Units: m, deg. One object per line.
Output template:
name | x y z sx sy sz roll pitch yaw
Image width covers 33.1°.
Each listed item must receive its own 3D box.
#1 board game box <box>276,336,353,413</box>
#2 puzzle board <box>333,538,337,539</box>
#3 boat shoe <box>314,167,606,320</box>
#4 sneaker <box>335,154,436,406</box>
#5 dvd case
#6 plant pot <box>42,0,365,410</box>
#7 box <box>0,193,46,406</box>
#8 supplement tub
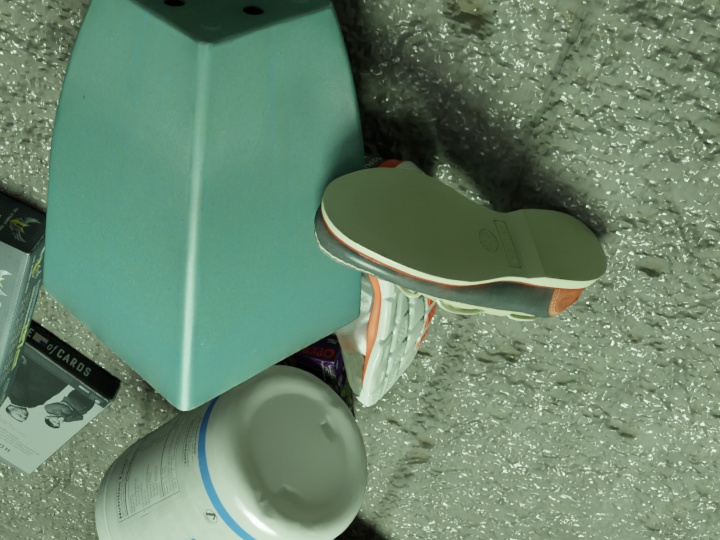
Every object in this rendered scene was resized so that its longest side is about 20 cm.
board game box | -0.063 0.118 0.962 0.119 0.032 0.201 13 138 19
puzzle board | -0.036 0.263 1.086 0.200 0.017 0.150 42 150 -19
boat shoe | 0.053 -0.008 0.697 0.198 0.072 0.063 8 147 -35
sneaker | 0.000 0.000 0.788 0.081 0.077 0.202 25 136 25
dvd case | -0.315 0.103 1.065 0.150 0.025 0.200 37 138 -15
plant pot | -0.085 -0.062 0.671 0.141 0.141 0.202 34 134 32
box | -0.332 0.013 0.933 0.156 0.051 0.201 25 128 -1
supplement tub | -0.099 0.162 0.905 0.132 0.133 0.200 38 138 -17
